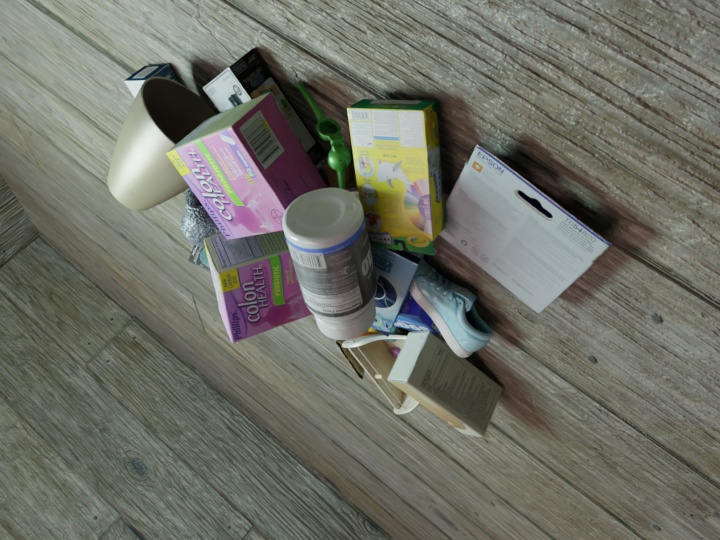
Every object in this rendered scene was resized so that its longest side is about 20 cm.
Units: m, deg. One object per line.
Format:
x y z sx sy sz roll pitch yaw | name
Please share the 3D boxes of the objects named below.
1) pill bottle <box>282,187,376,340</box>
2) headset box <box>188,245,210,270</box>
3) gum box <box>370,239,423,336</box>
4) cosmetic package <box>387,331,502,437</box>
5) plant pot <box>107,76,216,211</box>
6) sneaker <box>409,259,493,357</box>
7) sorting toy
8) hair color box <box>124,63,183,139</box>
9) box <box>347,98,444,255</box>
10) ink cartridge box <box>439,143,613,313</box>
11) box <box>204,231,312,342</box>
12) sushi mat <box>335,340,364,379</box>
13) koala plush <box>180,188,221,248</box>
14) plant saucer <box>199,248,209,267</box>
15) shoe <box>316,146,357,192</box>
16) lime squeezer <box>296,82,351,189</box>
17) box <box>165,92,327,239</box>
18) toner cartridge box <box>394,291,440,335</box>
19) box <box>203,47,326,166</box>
-0.036 -0.003 0.891 0.112 0.114 0.203 24 143 33 | pill bottle
-0.278 -0.013 1.450 0.198 0.079 0.148 18 175 42 | headset box
0.000 0.000 0.998 0.167 0.045 0.202 26 141 8 | gum box
0.156 0.207 1.145 0.199 0.106 0.071 39 158 -20 | cosmetic package
-0.367 -0.206 1.136 0.199 0.188 0.188 -38 101 26 | plant pot
0.146 0.042 1.026 0.081 0.074 0.201 -33 98 33 | sneaker
0.094 0.182 1.263 0.178 0.107 0.201 -13 120 51 | sorting toy
-0.367 -0.299 1.238 0.099 0.061 0.202 16 142 43 | hair color box
0.052 -0.122 0.841 0.115 0.048 0.204 11 122 30 | box
0.203 -0.056 0.810 0.198 0.041 0.201 40 153 9 | ink cartridge box
-0.168 0.010 1.155 0.179 0.196 0.097 90 155 -43 | box
-0.019 0.181 1.383 0.097 0.012 0.200 56 -178 -1 | sushi mat
-0.225 -0.111 1.212 0.196 0.186 0.179 15 144 23 | koala plush
-0.232 -0.045 1.297 0.198 0.198 0.028 21 118 37 | plant saucer
0.003 -0.156 0.946 0.198 0.053 0.071 -4 107 52 | shoe
-0.042 -0.187 0.921 0.071 0.037 0.204 -150 39 -81 | lime squeezer
-0.179 -0.155 0.989 0.197 0.097 0.178 -3 128 46 | box
0.046 0.066 1.140 0.196 0.044 0.095 9 160 35 | toner cartridge box
-0.155 -0.242 1.022 0.116 0.060 0.201 -4 127 56 | box
